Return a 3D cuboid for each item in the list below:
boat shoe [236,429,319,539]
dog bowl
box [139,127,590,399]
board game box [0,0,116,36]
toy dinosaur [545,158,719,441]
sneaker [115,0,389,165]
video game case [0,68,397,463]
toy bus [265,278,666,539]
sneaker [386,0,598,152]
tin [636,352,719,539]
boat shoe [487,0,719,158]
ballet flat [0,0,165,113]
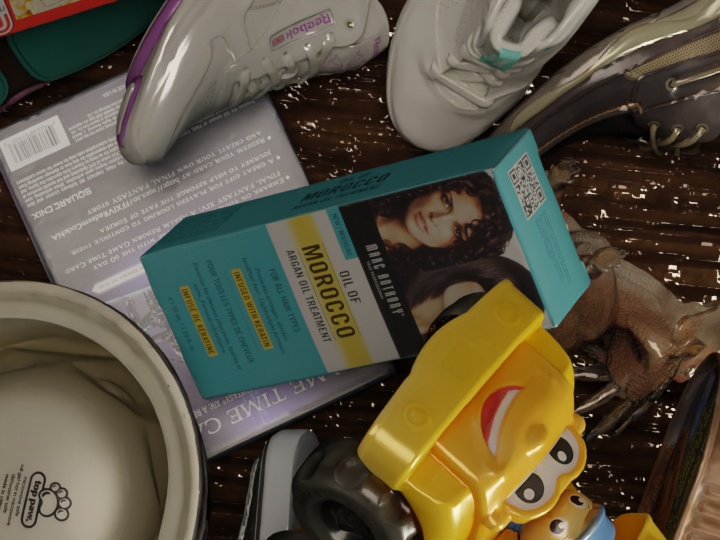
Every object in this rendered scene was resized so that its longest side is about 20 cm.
[{"bbox_3d":[-0.056,0.176,1.114,0.068,0.074,0.200,4,95,18],"label":"boat shoe"},{"bbox_3d":[-0.161,0.109,1.101,0.199,0.074,0.201,-2,79,13],"label":"dog bowl"},{"bbox_3d":[0.000,0.000,1.065,0.199,0.049,0.083,-13,108,31],"label":"box"},{"bbox_3d":[-0.113,-0.201,1.124,0.199,0.046,0.152,-17,44,0],"label":"board game box"},{"bbox_3d":[0.085,0.022,1.130,0.199,0.136,0.086,3,40,21],"label":"toy dinosaur"},{"bbox_3d":[-0.043,-0.121,1.130,0.100,0.075,0.200,38,68,-2],"label":"sneaker"},{"bbox_3d":[-0.087,-0.008,1.160,0.142,0.019,0.201,-25,84,-3],"label":"video game case"},{"bbox_3d":[0.065,0.132,0.986,0.192,0.200,0.136,39,53,11],"label":"toy bus"},{"bbox_3d":[0.067,-0.117,1.089,0.075,0.200,0.089,27,41,-12],"label":"sneaker"},{"bbox_3d":[0.152,0.139,1.083,0.042,0.112,0.201,19,99,2],"label":"tin"},{"bbox_3d":[0.158,-0.094,1.142,0.200,0.074,0.073,-31,89,2],"label":"boat shoe"},{"bbox_3d":[-0.188,-0.116,1.153,0.200,0.069,0.071,-39,54,-8],"label":"ballet flat"}]
